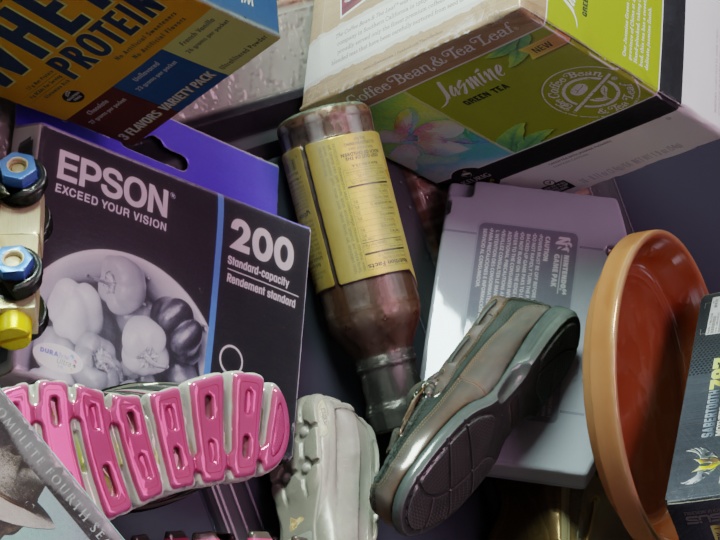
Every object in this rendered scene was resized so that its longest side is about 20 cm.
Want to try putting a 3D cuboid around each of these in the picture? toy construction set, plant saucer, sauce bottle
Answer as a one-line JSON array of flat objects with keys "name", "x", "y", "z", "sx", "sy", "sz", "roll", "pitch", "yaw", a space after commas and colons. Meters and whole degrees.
[{"name": "toy construction set", "x": -0.222, "y": -0.011, "z": 1.035, "sx": 0.130, "sy": 0.092, "sz": 0.201, "roll": -1, "pitch": 64, "yaw": -4}, {"name": "plant saucer", "x": 0.182, "y": 0.076, "z": 1.283, "sx": 0.200, "sy": 0.032, "sz": 0.202, "roll": 17, "pitch": 71, "yaw": -60}, {"name": "sauce bottle", "x": 0.000, "y": 0.000, "z": 1.269, "sx": 0.064, "sy": 0.064, "sz": 0.202, "roll": -8, "pitch": 84, "yaw": -46}]

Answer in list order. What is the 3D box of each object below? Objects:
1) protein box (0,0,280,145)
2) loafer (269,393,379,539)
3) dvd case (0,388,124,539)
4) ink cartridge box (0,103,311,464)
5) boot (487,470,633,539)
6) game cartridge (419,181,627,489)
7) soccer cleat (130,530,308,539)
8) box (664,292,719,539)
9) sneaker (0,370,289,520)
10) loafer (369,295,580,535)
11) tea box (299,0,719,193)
[{"name": "protein box", "x": -0.163, "y": -0.209, "z": 1.107, "sx": 0.198, "sy": 0.135, "sz": 0.201, "roll": 19, "pitch": 54, "yaw": -39}, {"name": "loafer", "x": -0.014, "y": 0.170, "z": 1.188, "sx": 0.070, "sy": 0.070, "sz": 0.202, "roll": 22, "pitch": 59, "yaw": -38}, {"name": "dvd case", "x": -0.216, "y": 0.152, "z": 0.950, "sx": 0.200, "sy": 0.022, "sz": 0.146, "roll": -40, "pitch": 97, "yaw": -15}, {"name": "ink cartridge box", "x": -0.114, "y": -0.006, "z": 1.173, "sx": 0.197, "sy": 0.043, "sz": 0.202, "roll": 21, "pitch": 61, "yaw": -38}, {"name": "boot", "x": 0.152, "y": 0.188, "z": 1.349, "sx": 0.155, "sy": 0.073, "sz": 0.201, "roll": 29, "pitch": 54, "yaw": -36}, {"name": "game cartridge", "x": 0.108, "y": 0.041, "z": 1.323, "sx": 0.041, "sy": 0.132, "sz": 0.201, "roll": 80, "pitch": 18, "yaw": -61}, {"name": "soccer cleat", "x": -0.103, "y": 0.176, "z": 1.052, "sx": 0.199, "sy": 0.070, "sz": 0.087, "roll": 5, "pitch": 82, "yaw": -39}, {"name": "box", "x": 0.245, "y": 0.132, "z": 1.287, "sx": 0.158, "sy": 0.051, "sz": 0.201, "roll": 64, "pitch": 29, "yaw": -30}, {"name": "sneaker", "x": -0.136, "y": 0.094, "z": 1.051, "sx": 0.199, "sy": 0.087, "sz": 0.074, "roll": -7, "pitch": 80, "yaw": -37}, {"name": "loafer", "x": 0.058, "y": 0.083, "z": 1.236, "sx": 0.200, "sy": 0.063, "sz": 0.072, "roll": -42, "pitch": 144, "yaw": -40}, {"name": "tea box", "x": 0.100, "y": -0.149, "z": 1.320, "sx": 0.196, "sy": 0.199, "sz": 0.135, "roll": 25, "pitch": 59, "yaw": -35}]
